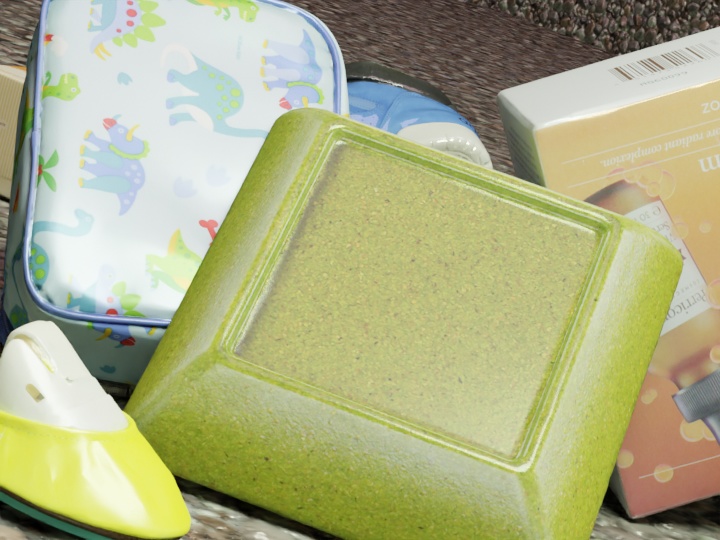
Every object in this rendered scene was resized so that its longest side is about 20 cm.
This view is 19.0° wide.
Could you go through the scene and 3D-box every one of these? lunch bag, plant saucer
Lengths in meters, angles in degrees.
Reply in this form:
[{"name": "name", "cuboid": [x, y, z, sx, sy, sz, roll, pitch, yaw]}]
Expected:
[{"name": "lunch bag", "cuboid": [-0.082, -0.037, 1.008, 0.160, 0.083, 0.201, 6, 58, -13]}, {"name": "plant saucer", "cuboid": [0.024, 0.020, 0.910, 0.199, 0.048, 0.200, 20, 55, 7]}]

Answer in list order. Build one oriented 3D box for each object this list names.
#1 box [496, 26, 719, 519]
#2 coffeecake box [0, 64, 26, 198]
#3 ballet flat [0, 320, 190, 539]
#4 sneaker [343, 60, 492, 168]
[{"name": "box", "cuboid": [0.168, -0.005, 1.049, 0.152, 0.201, 0.106, -17, 15, -2]}, {"name": "coffeecake box", "cuboid": [-0.136, -0.072, 1.363, 0.153, 0.073, 0.200, 22, 13, 30]}, {"name": "ballet flat", "cuboid": [-0.148, 0.044, 0.830, 0.199, 0.067, 0.067, 22, 13, 22]}, {"name": "sneaker", "cuboid": [-0.032, -0.067, 1.230, 0.199, 0.077, 0.111, -8, 28, -7]}]
